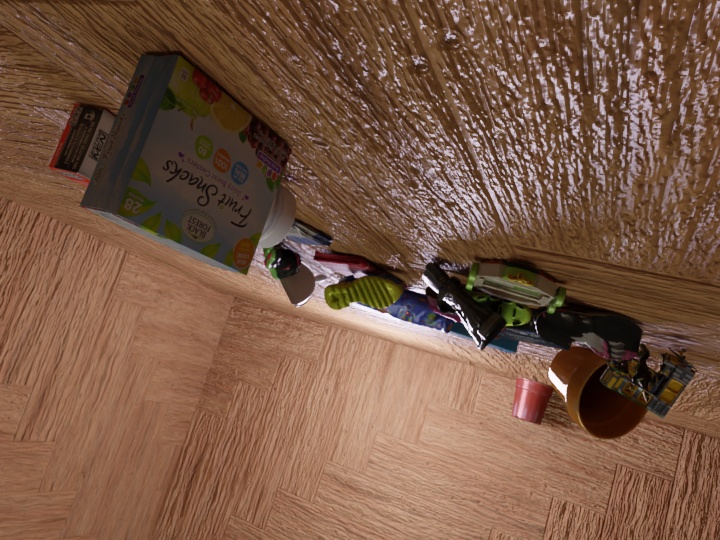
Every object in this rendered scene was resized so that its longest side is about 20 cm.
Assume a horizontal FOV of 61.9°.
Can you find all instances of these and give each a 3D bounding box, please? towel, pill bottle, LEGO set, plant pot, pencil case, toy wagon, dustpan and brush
[{"bbox_3d":[-0.167,-0.091,1.168,0.199,0.024,0.146,25,169,-37],"label":"towel"},{"bbox_3d":[-0.188,-0.110,0.819,0.114,0.115,0.199,9,168,42],"label":"pill bottle"},{"bbox_3d":[0.538,0.171,1.116,0.153,0.117,0.199,35,-158,26],"label":"LEGO set"},{"bbox_3d":[0.000,0.000,1.379,0.144,0.023,0.200,8,169,36],"label":"towel"},{"bbox_3d":[0.857,0.662,3.028,0.199,0.197,0.201,18,171,3],"label":"plant pot"},{"bbox_3d":[0.555,0.271,1.439,0.199,0.202,0.183,21,-174,-17],"label":"plant pot"},{"bbox_3d":[0.133,0.087,1.459,0.198,0.078,0.087,15,132,19],"label":"pencil case"},{"bbox_3d":[0.253,0.021,0.976,0.154,0.040,0.200,16,170,11],"label":"toy wagon"},{"bbox_3d":[-0.151,0.026,1.623,0.199,0.140,0.057,-15,161,-45],"label":"dustpan and brush"}]

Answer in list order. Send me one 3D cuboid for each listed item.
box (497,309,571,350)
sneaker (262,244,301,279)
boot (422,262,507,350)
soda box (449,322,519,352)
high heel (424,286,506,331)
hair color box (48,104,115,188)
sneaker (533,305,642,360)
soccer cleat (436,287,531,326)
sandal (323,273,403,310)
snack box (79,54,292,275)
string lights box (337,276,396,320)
[{"bbox_3d":[0.347,0.122,1.335,0.199,0.051,0.157,8,167,46],"label":"box"},{"bbox_3d":[-0.187,-0.032,1.449,0.083,0.078,0.200,-7,168,0],"label":"sneaker"},{"bbox_3d":[0.189,0.059,1.125,0.174,0.069,0.200,43,174,18],"label":"boot"},{"bbox_3d":[0.298,0.146,1.510,0.198,0.068,0.064,18,170,-2],"label":"soda box"},{"bbox_3d":[0.236,0.093,1.322,0.199,0.068,0.096,30,168,30],"label":"high heel"},{"bbox_3d":[-0.361,-0.157,0.916,0.061,0.102,0.200,14,169,21],"label":"hair color box"},{"bbox_3d":[0.405,0.097,1.081,0.198,0.081,0.086,17,-166,-4],"label":"sneaker"},{"bbox_3d":[0.254,0.066,1.222,0.199,0.065,0.084,7,-164,31],"label":"soccer cleat"},{"bbox_3d":[0.014,0.038,1.345,0.199,0.080,0.087,-2,-160,36],"label":"sandal"},{"bbox_3d":[-0.178,-0.105,0.658,0.067,0.170,0.200,13,169,32],"label":"snack box"},{"bbox_3d":[0.028,0.080,1.665,0.198,0.059,0.103,19,172,-3],"label":"string lights box"}]
